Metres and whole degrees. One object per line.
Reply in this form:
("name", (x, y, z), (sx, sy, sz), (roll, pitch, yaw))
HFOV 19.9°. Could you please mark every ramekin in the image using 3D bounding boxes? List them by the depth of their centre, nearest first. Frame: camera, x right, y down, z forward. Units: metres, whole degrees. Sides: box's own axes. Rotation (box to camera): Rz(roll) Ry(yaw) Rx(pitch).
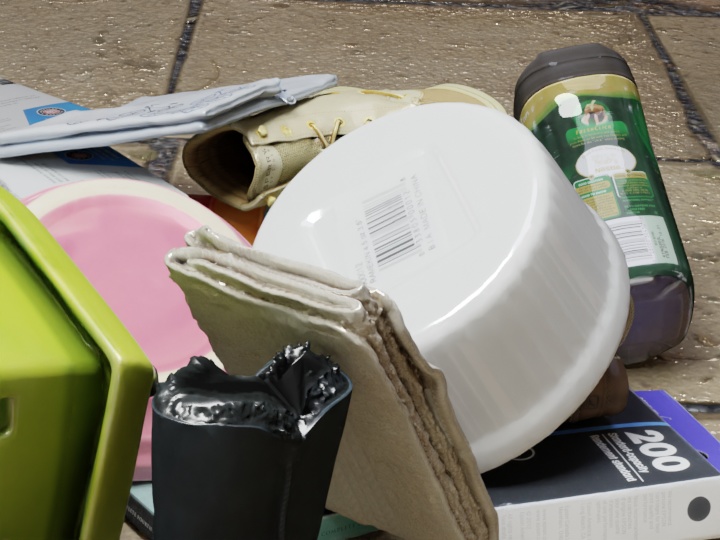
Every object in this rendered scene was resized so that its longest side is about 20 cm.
("ramekin", (0.035, 0.005, 1.097), (0.199, 0.098, 0.201), (-18, 45, 18))

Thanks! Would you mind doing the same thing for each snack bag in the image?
("snack bag", (-0.131, -0.112, 1.417), (0.187, 0.022, 0.200), (-5, 11, 30))

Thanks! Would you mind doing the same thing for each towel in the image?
("towel", (-0.011, 0.062, 0.999), (0.132, 0.201, 0.035), (19, 58, 36))

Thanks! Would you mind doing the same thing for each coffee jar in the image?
("coffee jar", (0.154, -0.046, 1.334), (0.085, 0.105, 0.201), (-9, 54, -1))

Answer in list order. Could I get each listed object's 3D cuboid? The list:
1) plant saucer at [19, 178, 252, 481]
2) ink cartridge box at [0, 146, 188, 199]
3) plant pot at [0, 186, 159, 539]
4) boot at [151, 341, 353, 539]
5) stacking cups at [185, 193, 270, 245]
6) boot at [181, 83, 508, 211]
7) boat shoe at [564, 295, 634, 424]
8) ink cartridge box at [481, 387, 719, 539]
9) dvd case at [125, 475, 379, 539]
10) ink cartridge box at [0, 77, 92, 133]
("plant saucer", (-0.132, 0.021, 1.141), (0.199, 0.051, 0.202), (9, 50, -10))
("ink cartridge box", (-0.232, -0.017, 1.362), (0.199, 0.084, 0.145), (-11, 25, -31))
("plant pot", (-0.213, 0.072, 0.961), (0.180, 0.200, 0.200), (-6, 34, -34))
("boot", (-0.090, 0.127, 0.893), (0.199, 0.169, 0.076), (-17, 31, -39))
("stacking cups", (-0.045, -0.026, 1.455), (0.198, 0.061, 0.061), (3, 21, 15))
("boot", (-0.009, -0.084, 1.408), (0.199, 0.073, 0.155), (12, 22, 42))
("boat shoe", (0.121, 0.029, 1.194), (0.074, 0.075, 0.203), (3, 31, 0))
("ink cartridge box", (0.123, 0.098, 1.162), (0.198, 0.044, 0.198), (-4, 21, -17))
("dvd case", (-0.079, 0.106, 1.151), (0.145, 0.022, 0.200), (-11, 25, -31))
("ink cartridge box", (-0.306, -0.089, 1.536), (0.199, 0.085, 0.144), (21, 28, 38))
